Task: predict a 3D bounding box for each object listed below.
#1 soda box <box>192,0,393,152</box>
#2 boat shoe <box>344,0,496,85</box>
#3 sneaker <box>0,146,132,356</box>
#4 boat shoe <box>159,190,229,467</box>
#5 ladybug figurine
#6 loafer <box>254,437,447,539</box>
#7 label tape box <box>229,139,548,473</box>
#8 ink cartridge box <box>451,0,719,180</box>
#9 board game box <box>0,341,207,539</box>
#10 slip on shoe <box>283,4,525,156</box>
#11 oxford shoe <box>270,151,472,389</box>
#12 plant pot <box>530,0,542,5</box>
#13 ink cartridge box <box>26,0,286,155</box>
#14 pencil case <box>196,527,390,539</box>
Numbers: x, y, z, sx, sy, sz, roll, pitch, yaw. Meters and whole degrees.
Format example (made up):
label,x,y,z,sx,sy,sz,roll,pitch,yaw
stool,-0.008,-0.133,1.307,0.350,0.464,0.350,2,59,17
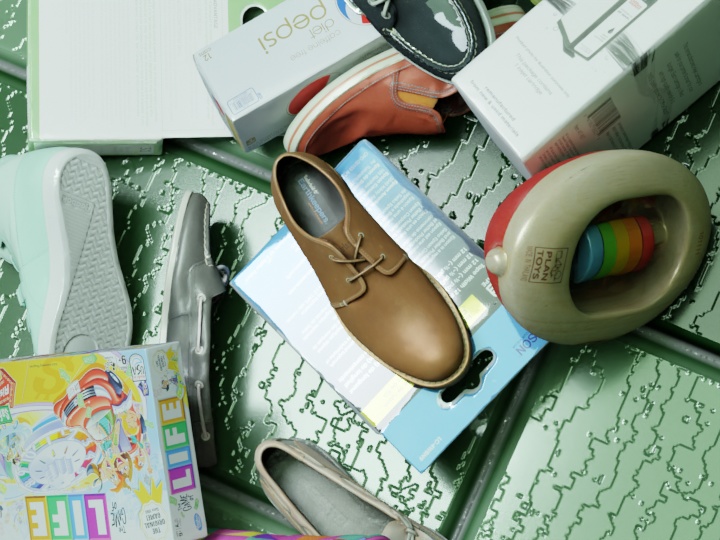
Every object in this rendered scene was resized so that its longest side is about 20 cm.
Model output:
label,x,y,z,sx,sy,sz,roll,pitch,yaw
soda box,-0.018,-0.168,1.699,0.199,0.068,0.064,-30,71,-3
boat shoe,0.015,-0.206,1.629,0.200,0.060,0.076,47,109,23
sneaker,-0.230,0.008,1.738,0.118,0.073,0.202,7,99,51
boat shoe,-0.117,0.045,1.695,0.057,0.067,0.202,8,83,0
ladybug figurine,0.153,-0.021,1.585,0.072,0.199,0.137,28,114,43
loafer,0.002,0.187,1.626,0.200,0.063,0.072,38,89,19
label tape box,0.028,0.028,1.658,0.143,0.066,0.200,-46,73,0
ink cartridge box,0.176,-0.147,1.618,0.200,0.146,0.084,-41,69,2
board game box,-0.196,0.124,1.642,0.199,0.034,0.136,-7,92,41
slip on shoe,0.038,-0.124,1.690,0.199,0.074,0.062,-24,75,3
oxford shoe,0.000,0.000,1.602,0.071,0.071,0.200,-41,73,0
plant pot,0.149,-0.286,1.649,0.200,0.200,0.185,43,101,19
ink cartridge box,-0.151,-0.161,1.760,0.198,0.048,0.147,0,76,-8
pencil case,-0.067,0.218,1.601,0.199,0.088,0.089,-5,75,32
